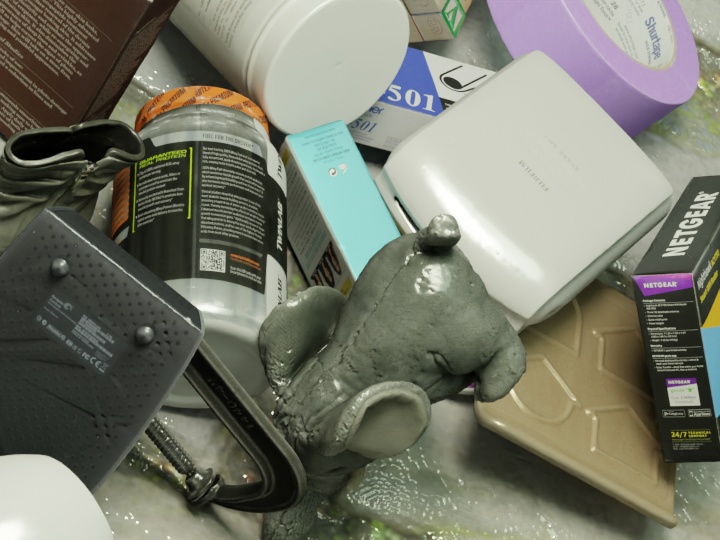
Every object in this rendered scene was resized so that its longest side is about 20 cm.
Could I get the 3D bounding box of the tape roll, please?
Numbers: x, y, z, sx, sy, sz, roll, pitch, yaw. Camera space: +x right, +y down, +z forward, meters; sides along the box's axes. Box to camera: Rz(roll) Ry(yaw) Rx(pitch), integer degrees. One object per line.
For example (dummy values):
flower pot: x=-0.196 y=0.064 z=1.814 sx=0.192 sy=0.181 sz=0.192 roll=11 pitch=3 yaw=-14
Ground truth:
tape roll: x=0.189 y=-0.206 z=1.825 sx=0.200 sy=0.066 sz=0.201 roll=32 pitch=41 yaw=-32

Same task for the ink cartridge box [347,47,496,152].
ink cartridge box: x=0.057 y=-0.125 z=1.730 sx=0.199 sy=0.044 sz=0.094 roll=13 pitch=35 yaw=-23

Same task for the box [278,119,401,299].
box: x=0.000 y=0.000 z=1.591 sx=0.049 sy=0.082 sz=0.201 roll=-19 pitch=73 yaw=-22

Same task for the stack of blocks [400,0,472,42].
stack of blocks: x=0.021 y=-0.270 z=1.737 sx=0.200 sy=0.058 sz=0.115 roll=59 pitch=43 yaw=-39

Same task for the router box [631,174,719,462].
router box: x=0.258 y=0.032 z=1.665 sx=0.200 sy=0.051 sz=0.150 roll=-50 pitch=131 yaw=-58

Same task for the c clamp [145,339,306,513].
c clamp: x=-0.126 y=0.087 z=1.443 sx=0.200 sy=0.171 sz=0.027 roll=49 pitch=50 yaw=-12

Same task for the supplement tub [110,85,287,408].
supplement tub: x=-0.110 y=-0.018 z=1.523 sx=0.122 sy=0.123 sz=0.201 roll=14 pitch=54 yaw=-22

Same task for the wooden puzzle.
wooden puzzle: x=0.157 y=0.081 z=1.653 sx=0.185 sy=0.046 sz=0.201 roll=30 pitch=43 yaw=-24

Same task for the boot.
boot: x=-0.246 y=-0.048 z=1.457 sx=0.199 sy=0.131 sz=0.068 roll=-16 pitch=67 yaw=-37

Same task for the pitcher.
pitcher: x=-0.261 y=0.178 z=1.317 sx=0.200 sy=0.122 sz=0.172 roll=-33 pitch=64 yaw=-30

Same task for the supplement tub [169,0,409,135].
supplement tub: x=-0.071 y=-0.204 z=1.631 sx=0.131 sy=0.132 sz=0.200 roll=-14 pitch=47 yaw=-36

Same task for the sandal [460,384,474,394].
sandal: x=0.054 y=-0.004 z=1.658 sx=0.082 sy=0.050 sz=0.204 roll=2 pitch=58 yaw=-29

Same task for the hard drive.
hard drive: x=-0.190 y=0.063 z=1.378 sx=0.135 sy=0.200 sz=0.042 roll=38 pitch=27 yaw=-1

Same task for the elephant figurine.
elephant figurine: x=-0.002 y=0.076 z=1.439 sx=0.200 sy=0.141 sz=0.156 roll=-37 pitch=105 yaw=-11

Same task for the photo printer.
photo printer: x=0.114 y=-0.055 z=1.625 sx=0.166 sy=0.069 sz=0.200 roll=47 pitch=50 yaw=8

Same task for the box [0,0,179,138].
box: x=-0.196 y=-0.170 z=1.523 sx=0.100 sy=0.200 sz=0.075 roll=42 pitch=48 yaw=2
